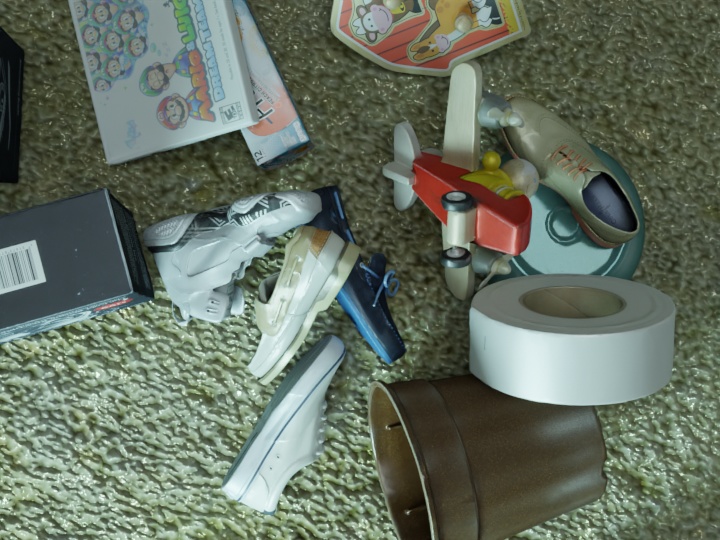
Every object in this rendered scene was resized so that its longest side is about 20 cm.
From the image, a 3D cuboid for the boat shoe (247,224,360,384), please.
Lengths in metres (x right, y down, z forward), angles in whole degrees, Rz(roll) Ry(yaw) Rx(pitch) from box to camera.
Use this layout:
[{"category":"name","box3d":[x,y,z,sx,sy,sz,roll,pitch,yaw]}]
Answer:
[{"category":"boat shoe","box3d":[-0.073,0.032,1.140,0.068,0.075,0.201,30,123,-6]}]

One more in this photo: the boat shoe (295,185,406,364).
[{"category":"boat shoe","box3d":[0.000,0.000,1.179,0.068,0.084,0.201,-30,92,-9]}]

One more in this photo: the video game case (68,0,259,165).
[{"category":"video game case","box3d":[-0.208,-0.228,1.158,0.180,0.024,0.202,-12,93,22]}]

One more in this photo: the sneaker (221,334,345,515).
[{"category":"sneaker","box3d":[-0.066,0.163,1.177,0.070,0.073,0.201,33,94,-11]}]

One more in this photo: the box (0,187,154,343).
[{"category":"box","box3d":[-0.318,0.004,1.103,0.198,0.182,0.105,-16,88,-5]}]

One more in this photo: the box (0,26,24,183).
[{"category":"box","box3d":[-0.404,-0.171,1.097,0.103,0.200,0.150,2,86,-4]}]

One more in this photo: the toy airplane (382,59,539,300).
[{"category":"toy airplane","box3d":[0.113,-0.086,1.152,0.140,0.200,0.201,-12,75,-18]}]

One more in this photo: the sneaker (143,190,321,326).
[{"category":"sneaker","box3d":[-0.123,-0.013,1.160,0.198,0.075,0.116,-13,92,17]}]

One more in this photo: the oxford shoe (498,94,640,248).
[{"category":"oxford shoe","box3d":[0.223,-0.111,1.170,0.200,0.074,0.071,45,85,-1]}]

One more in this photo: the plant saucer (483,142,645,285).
[{"category":"plant saucer","box3d":[0.219,-0.049,1.221,0.197,0.036,0.203,0,87,-5]}]

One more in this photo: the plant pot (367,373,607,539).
[{"category":"plant pot","box3d":[0.130,0.187,1.131,0.196,0.200,0.203,-13,88,-12]}]

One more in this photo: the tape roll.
[{"category":"tape roll","box3d":[0.207,0.063,1.107,0.200,0.203,0.072,-3,107,-5]}]

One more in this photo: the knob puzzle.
[{"category":"knob puzzle","box3d":[0.061,-0.285,1.171,0.217,0.031,0.222,-2,126,-3]}]

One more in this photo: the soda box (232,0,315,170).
[{"category":"soda box","box3d":[-0.118,-0.209,1.185,0.063,0.068,0.202,-26,89,3]}]
